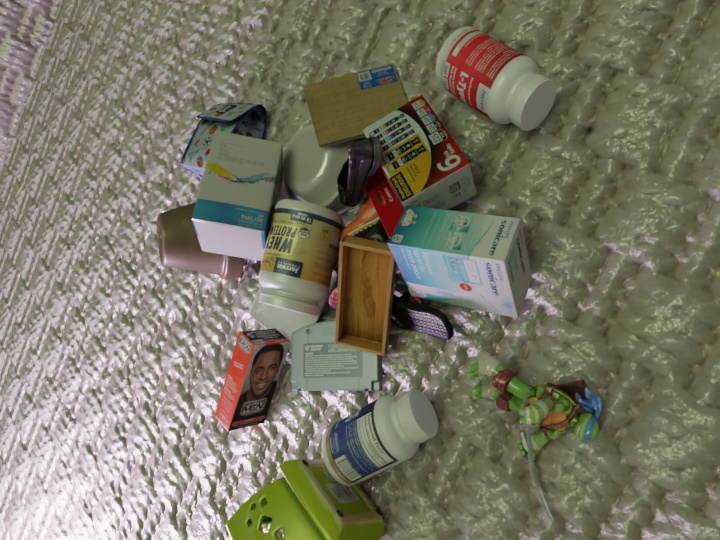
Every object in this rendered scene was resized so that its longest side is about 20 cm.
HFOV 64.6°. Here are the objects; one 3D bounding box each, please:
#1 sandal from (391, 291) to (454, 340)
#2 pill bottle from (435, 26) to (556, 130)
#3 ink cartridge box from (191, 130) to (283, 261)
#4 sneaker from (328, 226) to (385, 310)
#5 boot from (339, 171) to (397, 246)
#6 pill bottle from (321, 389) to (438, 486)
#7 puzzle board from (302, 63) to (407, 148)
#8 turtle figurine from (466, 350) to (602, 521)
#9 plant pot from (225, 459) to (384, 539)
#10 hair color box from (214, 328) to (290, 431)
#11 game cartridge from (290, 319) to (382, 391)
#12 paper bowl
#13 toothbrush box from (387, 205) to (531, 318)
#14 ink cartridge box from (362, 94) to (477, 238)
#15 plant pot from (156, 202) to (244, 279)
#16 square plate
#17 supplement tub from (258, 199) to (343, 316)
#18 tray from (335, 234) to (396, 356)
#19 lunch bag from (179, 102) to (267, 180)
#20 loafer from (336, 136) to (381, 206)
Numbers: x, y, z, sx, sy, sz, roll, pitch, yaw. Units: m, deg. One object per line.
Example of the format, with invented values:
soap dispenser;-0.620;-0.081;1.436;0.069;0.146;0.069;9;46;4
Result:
sandal;0.100;0.072;1.017;0.045;0.076;0.198;-39;33;-25
pill bottle;0.227;-0.322;0.964;0.200;0.111;0.113;46;108;34
ink cartridge box;-0.244;-0.150;1.168;0.142;0.147;0.205;9;68;-4
sneaker;0.000;0.000;1.084;0.097;0.077;0.202;-83;19;-48
boot;0.031;-0.120;1.108;0.198;0.075;0.109;-35;59;18
pill bottle;0.034;0.287;0.993;0.198;0.110;0.113;-35;62;27
puzzle board;-0.006;-0.331;1.142;0.194;0.017;0.154;-15;66;-5
turtle figurine;0.231;0.224;0.835;0.192;0.142;0.204;31;96;41
plant pot;-0.083;0.453;1.004;0.183;0.199;0.199;-52;55;7
hair color box;-0.227;0.228;1.197;0.061;0.100;0.205;31;110;37
game cartridge;-0.047;0.166;1.111;0.195;0.040;0.138;-5;81;26
paper bowl;-0.084;-0.221;1.192;0.197;0.103;0.207;-8;78;37
toothbrush box;0.161;-0.015;0.911;0.196;0.148;0.087;10;58;31
ink cartridge box;0.084;-0.183;1.012;0.173;0.084;0.203;-29;53;5
plant pot;-0.366;-0.078;1.291;0.199;0.170;0.207;175;90;-65
square plate;-0.142;0.053;1.229;0.196;0.028;0.204;33;101;37
supplement tub;-0.120;-0.023;1.120;0.142;0.143;0.206;8;83;38
tray;0.009;0.046;1.007;0.096;0.037;0.205;11;117;14
lunch bag;-0.328;-0.320;1.393;0.167;0.123;0.204;15;76;38
loafer;-0.018;-0.178;1.038;0.200;0.061;0.074;128;133;-64
